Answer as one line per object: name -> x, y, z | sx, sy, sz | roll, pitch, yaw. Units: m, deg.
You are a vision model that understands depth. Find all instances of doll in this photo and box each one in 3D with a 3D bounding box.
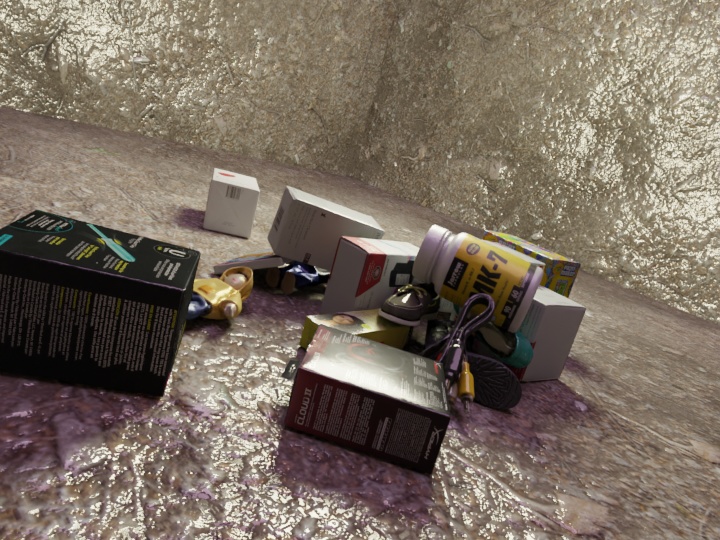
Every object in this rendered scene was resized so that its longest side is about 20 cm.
doll -> -0.108, 0.004, 1.089 | 0.134, 0.050, 0.198 | 23, 15, 26

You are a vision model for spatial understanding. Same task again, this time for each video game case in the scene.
video game case -> -0.185, -0.027, 1.064 | 0.138, 0.018, 0.200 | -7, 9, 14

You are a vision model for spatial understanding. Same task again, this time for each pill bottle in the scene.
pill bottle -> 0.192, 0.009, 0.890 | 0.196, 0.117, 0.114 | 26, 16, 15

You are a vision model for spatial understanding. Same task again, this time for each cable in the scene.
cable -> 0.138, 0.115, 0.785 | 0.094, 0.051, 0.202 | 9, 45, 24

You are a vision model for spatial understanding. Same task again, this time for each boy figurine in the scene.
boy figurine -> -0.225, 0.039, 0.796 | 0.122, 0.066, 0.198 | 21, 18, 26

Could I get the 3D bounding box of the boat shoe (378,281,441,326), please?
boat shoe -> 0.091, 0.052, 0.917 | 0.071, 0.062, 0.200 | 24, 12, 25

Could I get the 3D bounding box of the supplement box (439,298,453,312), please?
supplement box -> 0.155, 0.023, 1.148 | 0.195, 0.106, 0.101 | 7, 18, -29

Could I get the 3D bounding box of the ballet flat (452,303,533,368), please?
ballet flat -> 0.221, 0.090, 0.937 | 0.070, 0.068, 0.200 | 22, 19, -46

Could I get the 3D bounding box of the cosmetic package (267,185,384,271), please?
cosmetic package -> -0.065, -0.068, 1.008 | 0.195, 0.115, 0.081 | 15, 18, -26

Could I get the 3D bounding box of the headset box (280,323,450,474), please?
headset box -> 0.002, 0.143, 0.643 | 0.194, 0.077, 0.149 | 17, 14, 1

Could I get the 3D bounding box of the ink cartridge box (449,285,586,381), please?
ink cartridge box -> 0.292, 0.095, 1.021 | 0.142, 0.150, 0.199 | 5, 17, -38

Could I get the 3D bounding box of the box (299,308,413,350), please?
box -> -0.001, 0.102, 0.848 | 0.074, 0.052, 0.197 | 28, 17, 35

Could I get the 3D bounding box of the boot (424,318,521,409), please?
boot -> 0.180, 0.146, 0.890 | 0.161, 0.067, 0.200 | 27, 7, 5

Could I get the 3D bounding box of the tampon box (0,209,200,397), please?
tampon box -> -0.295, 0.034, 0.595 | 0.194, 0.130, 0.150 | 14, 15, -14

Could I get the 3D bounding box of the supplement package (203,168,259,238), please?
supplement package -> -0.330, -0.177, 1.359 | 0.118, 0.123, 0.200 | 11, 15, -18

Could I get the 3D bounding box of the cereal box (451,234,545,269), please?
cereal box -> 0.250, -0.029, 1.053 | 0.195, 0.041, 0.143 | 7, 16, -34

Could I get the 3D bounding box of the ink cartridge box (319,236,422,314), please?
ink cartridge box -> 0.036, 0.025, 0.977 | 0.082, 0.150, 0.197 | 27, 18, 40

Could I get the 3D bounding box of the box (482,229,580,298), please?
box -> 0.364, 0.036, 1.230 | 0.119, 0.198, 0.199 | 5, 18, -39
